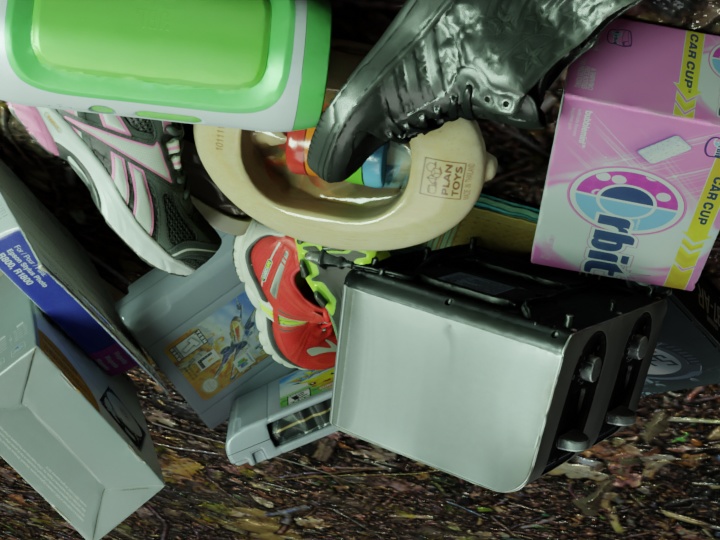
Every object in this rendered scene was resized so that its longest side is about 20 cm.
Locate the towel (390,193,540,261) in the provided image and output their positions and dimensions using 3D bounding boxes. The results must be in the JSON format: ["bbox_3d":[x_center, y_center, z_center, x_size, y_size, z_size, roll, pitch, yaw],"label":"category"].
[{"bbox_3d":[0.079,-0.020,0.992,0.198,0.022,0.147,14,152,-5],"label":"towel"}]

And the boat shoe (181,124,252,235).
[{"bbox_3d":[-0.152,-0.100,0.911,0.199,0.072,0.060,32,105,-12],"label":"boat shoe"}]

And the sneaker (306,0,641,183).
[{"bbox_3d":[0.061,-0.106,0.724,0.104,0.060,0.200,40,108,10],"label":"sneaker"}]

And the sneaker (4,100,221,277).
[{"bbox_3d":[-0.142,-0.081,0.828,0.086,0.081,0.200,-34,130,5],"label":"sneaker"}]

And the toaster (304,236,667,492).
[{"bbox_3d":[0.085,0.055,0.879,0.199,0.120,0.180,17,-165,30],"label":"toaster"}]

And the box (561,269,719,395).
[{"bbox_3d":[0.183,0.051,1.016,0.199,0.044,0.160,-14,146,32],"label":"box"}]

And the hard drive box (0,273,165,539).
[{"bbox_3d":[-0.245,0.099,1.032,0.156,0.077,0.200,53,178,-26],"label":"hard drive box"}]

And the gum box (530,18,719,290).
[{"bbox_3d":[0.177,-0.065,0.820,0.112,0.067,0.201,12,151,7],"label":"gum box"}]

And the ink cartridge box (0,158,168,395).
[{"bbox_3d":[-0.247,-0.002,1.014,0.043,0.200,0.197,-35,140,-2],"label":"ink cartridge box"}]

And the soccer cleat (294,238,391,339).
[{"bbox_3d":[-0.001,0.000,0.958,0.064,0.084,0.202,-5,123,18],"label":"soccer cleat"}]

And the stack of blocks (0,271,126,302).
[{"bbox_3d":[-0.326,0.008,1.173,0.114,0.059,0.200,-12,142,38],"label":"stack of blocks"}]

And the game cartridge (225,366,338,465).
[{"bbox_3d":[-0.019,0.101,1.090,0.198,0.041,0.133,-22,-175,-1],"label":"game cartridge"}]

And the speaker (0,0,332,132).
[{"bbox_3d":[-0.119,-0.129,0.737,0.198,0.089,0.089,6,152,-8],"label":"speaker"}]

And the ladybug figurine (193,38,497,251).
[{"bbox_3d":[-0.008,-0.085,0.834,0.198,0.072,0.137,14,115,11],"label":"ladybug figurine"}]

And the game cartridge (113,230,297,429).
[{"bbox_3d":[-0.113,0.048,1.093,0.133,0.042,0.200,-32,143,-3],"label":"game cartridge"}]

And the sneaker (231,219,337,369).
[{"bbox_3d":[-0.039,0.027,1.027,0.084,0.077,0.201,19,155,28],"label":"sneaker"}]
